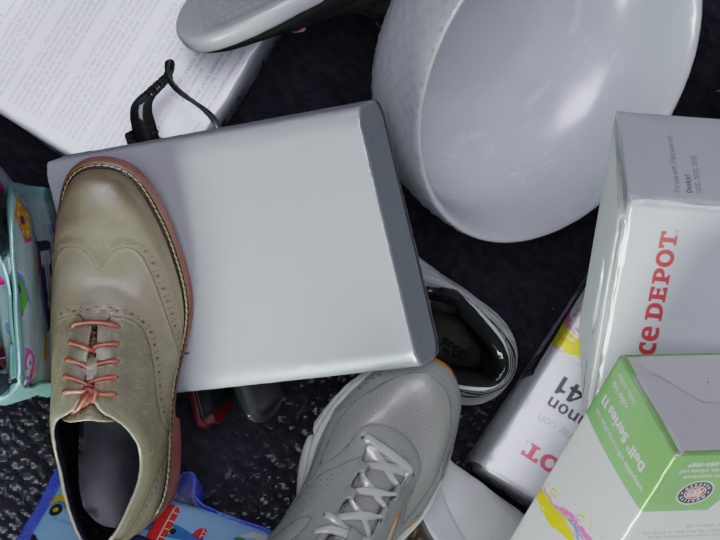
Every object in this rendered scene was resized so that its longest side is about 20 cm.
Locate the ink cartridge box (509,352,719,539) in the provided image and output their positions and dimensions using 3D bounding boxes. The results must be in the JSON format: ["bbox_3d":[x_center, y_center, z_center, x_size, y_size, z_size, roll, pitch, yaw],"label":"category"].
[{"bbox_3d":[0.142,0.131,1.281,0.117,0.200,0.067,1,44,-31],"label":"ink cartridge box"}]

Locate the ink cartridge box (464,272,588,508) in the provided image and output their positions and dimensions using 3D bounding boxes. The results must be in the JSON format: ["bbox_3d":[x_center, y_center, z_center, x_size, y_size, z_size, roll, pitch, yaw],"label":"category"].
[{"bbox_3d":[0.172,0.060,1.412,0.148,0.086,0.200,32,84,0],"label":"ink cartridge box"}]

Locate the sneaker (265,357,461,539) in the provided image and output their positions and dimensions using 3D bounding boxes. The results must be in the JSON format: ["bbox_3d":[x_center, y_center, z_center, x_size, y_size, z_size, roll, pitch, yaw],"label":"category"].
[{"bbox_3d":[-0.007,0.130,1.300,0.076,0.092,0.200,35,82,-12],"label":"sneaker"}]

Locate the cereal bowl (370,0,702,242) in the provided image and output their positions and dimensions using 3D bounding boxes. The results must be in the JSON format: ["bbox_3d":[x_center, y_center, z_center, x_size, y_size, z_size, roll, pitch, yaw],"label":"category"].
[{"bbox_3d":[0.082,-0.118,1.389,0.200,0.200,0.083,-51,49,-5],"label":"cereal bowl"}]

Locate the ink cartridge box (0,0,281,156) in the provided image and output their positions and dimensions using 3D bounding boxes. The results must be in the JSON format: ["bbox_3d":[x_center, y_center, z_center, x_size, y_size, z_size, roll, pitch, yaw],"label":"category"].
[{"bbox_3d":[-0.148,-0.149,1.439,0.200,0.057,0.163,31,85,5],"label":"ink cartridge box"}]

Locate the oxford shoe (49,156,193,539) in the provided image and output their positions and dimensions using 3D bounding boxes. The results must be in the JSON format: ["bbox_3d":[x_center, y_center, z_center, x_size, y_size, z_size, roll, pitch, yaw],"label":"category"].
[{"bbox_3d":[-0.124,0.044,1.330,0.070,0.075,0.200,-3,105,11],"label":"oxford shoe"}]

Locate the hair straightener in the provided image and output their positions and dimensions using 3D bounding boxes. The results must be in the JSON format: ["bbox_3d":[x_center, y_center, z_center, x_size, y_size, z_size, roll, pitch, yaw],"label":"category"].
[{"bbox_3d":[-0.072,-0.015,1.392,0.077,0.041,0.200,-5,102,33],"label":"hair straightener"}]

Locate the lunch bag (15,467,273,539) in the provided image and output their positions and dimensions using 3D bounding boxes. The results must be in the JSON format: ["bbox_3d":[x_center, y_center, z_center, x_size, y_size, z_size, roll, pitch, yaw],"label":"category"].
[{"bbox_3d":[-0.120,0.201,1.382,0.150,0.094,0.200,15,68,19],"label":"lunch bag"}]

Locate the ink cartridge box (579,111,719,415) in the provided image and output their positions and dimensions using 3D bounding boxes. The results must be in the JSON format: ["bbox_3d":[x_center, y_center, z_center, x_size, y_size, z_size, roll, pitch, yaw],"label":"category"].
[{"bbox_3d":[0.213,0.006,1.298,0.200,0.085,0.145,3,128,-4],"label":"ink cartridge box"}]

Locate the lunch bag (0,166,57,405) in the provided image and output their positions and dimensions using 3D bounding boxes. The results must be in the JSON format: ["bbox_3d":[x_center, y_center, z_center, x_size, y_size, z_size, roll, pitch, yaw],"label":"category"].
[{"bbox_3d":[-0.222,-0.014,1.362,0.122,0.170,0.200,-42,88,3],"label":"lunch bag"}]

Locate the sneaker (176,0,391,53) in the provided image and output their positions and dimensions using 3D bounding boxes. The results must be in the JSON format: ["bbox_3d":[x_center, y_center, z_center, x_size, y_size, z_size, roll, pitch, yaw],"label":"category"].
[{"bbox_3d":[0.000,-0.145,1.405,0.200,0.099,0.071,-32,43,-16],"label":"sneaker"}]

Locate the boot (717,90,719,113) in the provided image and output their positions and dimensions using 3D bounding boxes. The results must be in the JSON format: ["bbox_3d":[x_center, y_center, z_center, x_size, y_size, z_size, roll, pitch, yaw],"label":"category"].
[{"bbox_3d":[0.270,-0.106,1.396,0.162,0.073,0.198,6,67,-18],"label":"boot"}]

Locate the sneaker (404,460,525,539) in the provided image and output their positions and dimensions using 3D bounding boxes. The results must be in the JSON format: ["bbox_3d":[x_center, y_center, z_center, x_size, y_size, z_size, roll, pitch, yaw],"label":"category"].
[{"bbox_3d":[0.053,0.142,1.397,0.085,0.073,0.200,-4,46,-37],"label":"sneaker"}]

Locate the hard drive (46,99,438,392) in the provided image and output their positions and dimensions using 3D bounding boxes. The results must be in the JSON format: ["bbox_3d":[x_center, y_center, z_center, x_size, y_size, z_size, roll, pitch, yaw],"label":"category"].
[{"bbox_3d":[-0.063,-0.007,1.347,0.200,0.026,0.132,-8,100,34],"label":"hard drive"}]

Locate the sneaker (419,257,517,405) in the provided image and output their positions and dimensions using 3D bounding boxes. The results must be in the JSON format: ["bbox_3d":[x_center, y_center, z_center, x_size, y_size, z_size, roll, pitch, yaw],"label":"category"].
[{"bbox_3d":[0.000,0.000,1.395,0.200,0.115,0.076,32,85,1],"label":"sneaker"}]
